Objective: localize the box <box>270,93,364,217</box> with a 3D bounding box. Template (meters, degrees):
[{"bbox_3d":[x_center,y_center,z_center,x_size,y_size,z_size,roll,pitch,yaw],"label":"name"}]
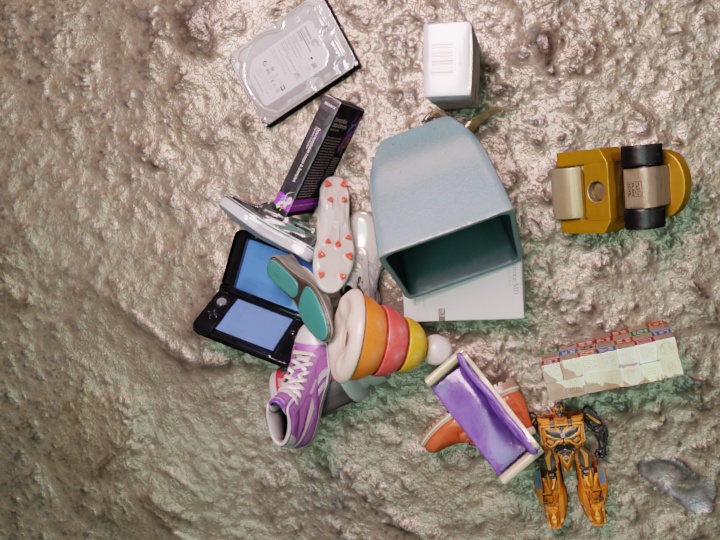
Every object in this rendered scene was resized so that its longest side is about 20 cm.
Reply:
[{"bbox_3d":[-0.068,-0.186,1.169,0.036,0.143,0.202,31,104,9],"label":"box"}]

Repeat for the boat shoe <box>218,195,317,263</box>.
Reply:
[{"bbox_3d":[-0.153,-0.087,1.253,0.198,0.072,0.072,30,81,4],"label":"boat shoe"}]

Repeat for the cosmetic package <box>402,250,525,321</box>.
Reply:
[{"bbox_3d":[0.170,0.022,1.169,0.196,0.081,0.115,-5,95,16],"label":"cosmetic package"}]

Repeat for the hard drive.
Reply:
[{"bbox_3d":[-0.113,-0.355,1.212,0.198,0.038,0.141,-28,91,16],"label":"hard drive"}]

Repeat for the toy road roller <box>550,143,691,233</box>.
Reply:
[{"bbox_3d":[0.402,-0.126,1.083,0.198,0.144,0.125,3,102,52],"label":"toy road roller"}]

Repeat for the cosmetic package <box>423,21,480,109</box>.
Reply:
[{"bbox_3d":[0.140,-0.301,1.067,0.073,0.200,0.104,2,99,14],"label":"cosmetic package"}]

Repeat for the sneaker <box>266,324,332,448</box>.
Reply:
[{"bbox_3d":[-0.099,0.181,1.135,0.071,0.114,0.205,1,80,24],"label":"sneaker"}]

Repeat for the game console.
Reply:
[{"bbox_3d":[-0.171,0.047,1.248,0.197,0.177,0.118,19,131,12],"label":"game console"}]

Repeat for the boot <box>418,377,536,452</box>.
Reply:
[{"bbox_3d":[0.194,0.273,1.188,0.198,0.075,0.109,-32,70,17],"label":"boot"}]

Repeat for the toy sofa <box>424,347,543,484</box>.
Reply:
[{"bbox_3d":[0.192,0.226,1.114,0.083,0.098,0.201,-40,73,4],"label":"toy sofa"}]

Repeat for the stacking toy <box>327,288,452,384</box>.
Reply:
[{"bbox_3d":[0.056,0.118,1.128,0.196,0.146,0.149,12,102,-15],"label":"stacking toy"}]

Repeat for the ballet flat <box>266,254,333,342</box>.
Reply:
[{"bbox_3d":[-0.084,0.038,1.181,0.200,0.063,0.068,46,129,35],"label":"ballet flat"}]

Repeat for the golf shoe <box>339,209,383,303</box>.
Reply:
[{"bbox_3d":[0.000,0.000,1.203,0.077,0.097,0.204,1,97,16],"label":"golf shoe"}]

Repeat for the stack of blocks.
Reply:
[{"bbox_3d":[0.386,0.140,1.112,0.197,0.115,0.060,-15,94,17],"label":"stack of blocks"}]

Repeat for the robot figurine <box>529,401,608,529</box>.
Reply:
[{"bbox_3d":[0.344,0.320,1.178,0.142,0.058,0.204,-10,96,15],"label":"robot figurine"}]

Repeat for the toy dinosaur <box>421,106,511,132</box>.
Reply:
[{"bbox_3d":[0.147,-0.220,1.164,0.101,0.058,0.200,39,113,-9],"label":"toy dinosaur"}]

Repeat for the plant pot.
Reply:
[{"bbox_3d":[0.114,-0.105,1.065,0.193,0.197,0.203,-19,66,10],"label":"plant pot"}]

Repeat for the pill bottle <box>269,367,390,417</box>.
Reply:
[{"bbox_3d":[-0.050,0.188,1.235,0.198,0.111,0.112,-26,91,16],"label":"pill bottle"}]

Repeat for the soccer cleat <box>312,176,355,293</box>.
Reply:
[{"bbox_3d":[-0.045,-0.056,1.185,0.068,0.078,0.204,4,73,-9],"label":"soccer cleat"}]
